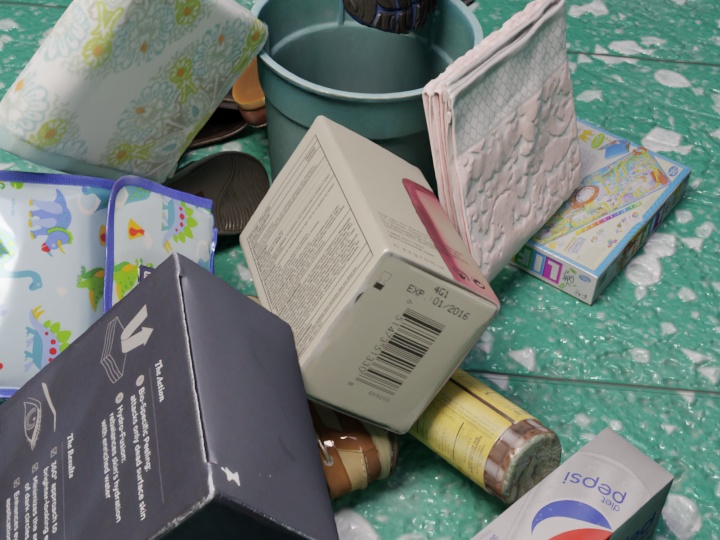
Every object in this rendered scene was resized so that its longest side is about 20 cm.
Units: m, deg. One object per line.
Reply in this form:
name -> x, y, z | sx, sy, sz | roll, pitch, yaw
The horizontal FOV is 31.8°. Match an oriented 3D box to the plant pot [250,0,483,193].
plant pot -> -0.002, -0.128, 1.116 | 0.197, 0.198, 0.201 | 3, 41, -3

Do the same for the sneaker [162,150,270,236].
sneaker -> -0.174, -0.059, 1.118 | 0.105, 0.076, 0.199 | 0, 15, 38

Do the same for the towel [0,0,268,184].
towel -> -0.168, -0.146, 0.948 | 0.048, 0.172, 0.200 | 41, 12, 21

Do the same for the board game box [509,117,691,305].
board game box -> 0.207, -0.062, 1.186 | 0.134, 0.034, 0.200 | 29, 47, 23

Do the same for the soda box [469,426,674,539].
soda box -> 0.129, 0.195, 0.873 | 0.199, 0.069, 0.063 | -30, 53, -33

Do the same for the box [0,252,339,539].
box -> -0.134, 0.135, 0.803 | 0.117, 0.199, 0.198 | 35, 26, -38

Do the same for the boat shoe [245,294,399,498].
boat shoe -> -0.057, 0.094, 0.961 | 0.073, 0.076, 0.200 | -30, 52, -29

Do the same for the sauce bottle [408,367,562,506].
sauce bottle -> 0.064, 0.103, 0.953 | 0.064, 0.065, 0.199 | -23, 36, -28

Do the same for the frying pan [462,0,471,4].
frying pan -> 0.071, -0.319, 1.460 | 0.114, 0.031, 0.191 | 14, 40, 11

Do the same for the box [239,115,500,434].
box -> 0.000, 0.000, 0.938 | 0.108, 0.128, 0.201 | 24, 23, -29

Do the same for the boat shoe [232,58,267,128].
boat shoe -> -0.076, -0.186, 1.248 | 0.070, 0.071, 0.201 | -10, 30, 15

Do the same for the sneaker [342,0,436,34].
sneaker -> 0.032, -0.257, 1.072 | 0.078, 0.076, 0.200 | 14, 34, 23

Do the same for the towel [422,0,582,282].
towel -> 0.128, -0.107, 1.063 | 0.032, 0.193, 0.200 | 13, 40, 35

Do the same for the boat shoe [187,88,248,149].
boat shoe -> -0.192, -0.143, 1.205 | 0.198, 0.075, 0.073 | -24, 49, -27

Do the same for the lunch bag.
lunch bag -> -0.206, 0.022, 0.949 | 0.198, 0.127, 0.172 | 5, 77, -21
